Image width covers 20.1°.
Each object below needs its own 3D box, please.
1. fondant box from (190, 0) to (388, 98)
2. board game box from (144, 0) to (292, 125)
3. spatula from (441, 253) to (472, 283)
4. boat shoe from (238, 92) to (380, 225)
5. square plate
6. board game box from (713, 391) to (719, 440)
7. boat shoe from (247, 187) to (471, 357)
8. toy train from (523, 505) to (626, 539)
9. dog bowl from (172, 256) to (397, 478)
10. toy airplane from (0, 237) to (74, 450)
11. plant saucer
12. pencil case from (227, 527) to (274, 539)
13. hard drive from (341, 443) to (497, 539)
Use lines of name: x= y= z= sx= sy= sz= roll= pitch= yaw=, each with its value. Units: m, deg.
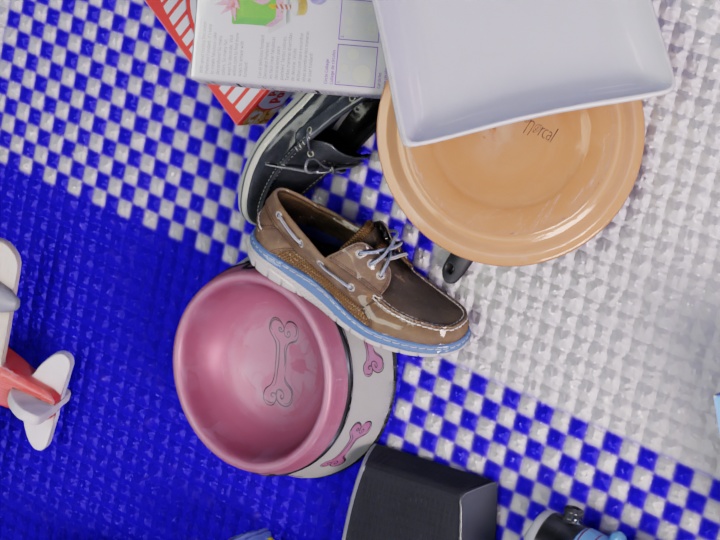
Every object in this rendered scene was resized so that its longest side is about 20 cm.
fondant box: x=-0.024 y=-0.208 z=1.550 sx=0.199 sy=0.058 sz=0.145 roll=5 pitch=92 yaw=1
board game box: x=-0.073 y=-0.241 z=1.663 sx=0.200 sy=0.046 sz=0.152 roll=-48 pitch=70 yaw=29
spatula: x=0.114 y=-0.069 z=1.568 sx=0.057 sy=0.020 sz=0.200 roll=48 pitch=123 yaw=35
boat shoe: x=-0.029 y=-0.104 z=1.635 sx=0.200 sy=0.074 sz=0.062 roll=-49 pitch=62 yaw=24
square plate: x=0.109 y=-0.193 z=1.475 sx=0.199 sy=0.028 sz=0.199 roll=-12 pitch=68 yaw=-1
board game box: x=0.359 y=0.145 z=1.378 sx=0.199 sy=0.097 sz=0.160 roll=-10 pitch=90 yaw=35
boat shoe: x=0.000 y=0.000 z=1.603 sx=0.199 sy=0.072 sz=0.073 roll=25 pitch=129 yaw=15
toy train: x=0.190 y=0.254 z=1.523 sx=0.200 sy=0.087 sz=0.115 roll=26 pitch=101 yaw=32
dog bowl: x=-0.071 y=0.080 z=1.687 sx=0.199 sy=0.074 sz=0.201 roll=5 pitch=99 yaw=35
toy airplane: x=-0.362 y=0.091 z=1.850 sx=0.199 sy=0.141 sz=0.201 roll=-22 pitch=83 yaw=34
plant saucer: x=0.111 y=-0.103 z=1.503 sx=0.199 sy=0.032 sz=0.201 roll=0 pitch=92 yaw=4
pencil case: x=-0.071 y=0.320 z=1.715 sx=0.087 sy=0.078 sz=0.201 roll=-37 pitch=75 yaw=41
hard drive: x=0.039 y=0.253 z=1.649 sx=0.134 sy=0.042 sz=0.201 roll=15 pitch=104 yaw=33
